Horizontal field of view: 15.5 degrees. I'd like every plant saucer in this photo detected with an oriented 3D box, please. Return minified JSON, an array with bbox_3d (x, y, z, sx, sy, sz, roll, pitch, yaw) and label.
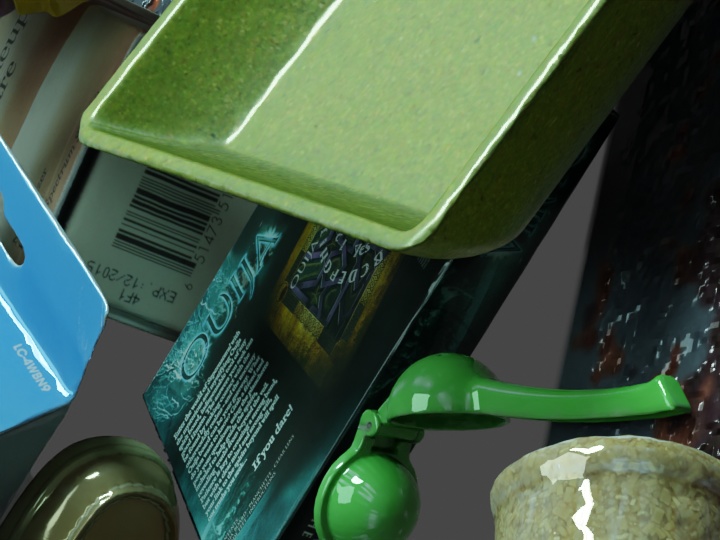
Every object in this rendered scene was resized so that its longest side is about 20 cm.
[{"bbox_3d":[0.031,-0.088,0.791,0.200,0.048,0.200,-53,34,-12],"label":"plant saucer"}]

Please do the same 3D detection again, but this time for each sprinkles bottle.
[{"bbox_3d":[0.058,0.141,0.615,0.068,0.068,0.201,-33,43,47],"label":"sprinkles bottle"}]

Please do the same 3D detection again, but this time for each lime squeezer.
[{"bbox_3d":[0.020,0.070,0.780,0.200,0.038,0.071,-47,65,32],"label":"lime squeezer"}]

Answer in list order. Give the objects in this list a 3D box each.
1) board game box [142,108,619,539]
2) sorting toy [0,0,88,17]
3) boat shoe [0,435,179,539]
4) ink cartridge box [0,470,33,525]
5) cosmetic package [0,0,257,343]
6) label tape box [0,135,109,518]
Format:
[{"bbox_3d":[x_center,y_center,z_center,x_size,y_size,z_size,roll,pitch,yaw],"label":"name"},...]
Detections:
[{"bbox_3d":[0.000,0.000,0.860,0.200,0.028,0.135,-58,29,17],"label":"board game box"},{"bbox_3d":[-0.110,-0.135,0.926,0.179,0.107,0.200,1,24,28],"label":"sorting toy"},{"bbox_3d":[-0.097,0.155,0.879,0.063,0.073,0.201,30,109,52],"label":"boat shoe"},{"bbox_3d":[-0.209,0.076,1.028,0.146,0.084,0.201,-43,64,39],"label":"ink cartridge box"},{"bbox_3d":[-0.102,-0.052,1.012,0.104,0.087,0.200,-66,28,4],"label":"cosmetic package"},{"bbox_3d":[-0.177,0.036,0.887,0.143,0.066,0.200,53,129,28],"label":"label tape box"}]
